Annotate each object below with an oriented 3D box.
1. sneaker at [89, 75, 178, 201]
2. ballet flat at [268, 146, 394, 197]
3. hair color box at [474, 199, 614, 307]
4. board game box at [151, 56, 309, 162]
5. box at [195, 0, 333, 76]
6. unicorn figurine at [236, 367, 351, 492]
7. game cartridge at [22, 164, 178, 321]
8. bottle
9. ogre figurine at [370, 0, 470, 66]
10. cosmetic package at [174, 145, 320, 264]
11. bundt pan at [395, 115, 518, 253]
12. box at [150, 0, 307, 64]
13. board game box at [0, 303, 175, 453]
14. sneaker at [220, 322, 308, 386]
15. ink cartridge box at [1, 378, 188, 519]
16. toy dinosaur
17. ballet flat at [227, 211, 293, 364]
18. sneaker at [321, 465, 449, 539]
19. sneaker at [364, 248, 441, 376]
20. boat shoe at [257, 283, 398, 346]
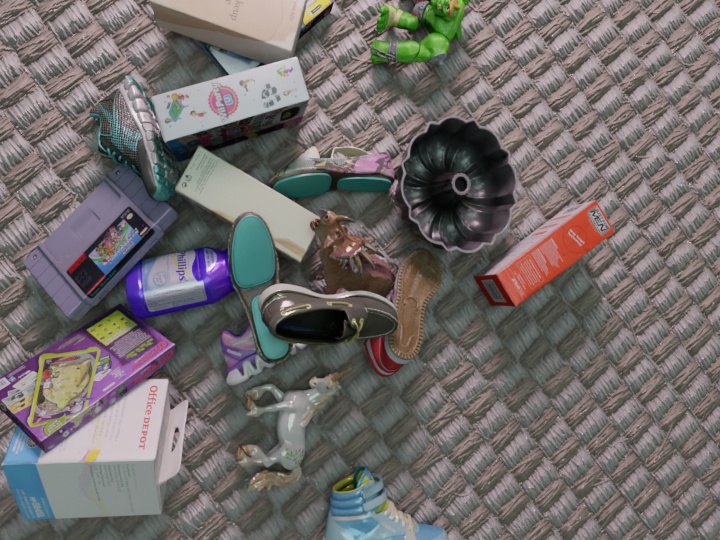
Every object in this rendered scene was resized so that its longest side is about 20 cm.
[{"bbox_3d":[-0.318,-0.171,0.851,0.090,0.078,0.203,-27,66,1],"label":"sneaker"},{"bbox_3d":[-0.044,-0.152,0.920,0.195,0.069,0.073,-5,68,-16],"label":"ballet flat"},{"bbox_3d":[0.283,-0.024,0.951,0.198,0.101,0.062,-36,93,-9],"label":"hair color box"},{"bbox_3d":[-0.178,-0.222,0.853,0.196,0.147,0.066,-19,94,-10],"label":"board game box"},{"bbox_3d":[-0.156,-0.391,0.917,0.199,0.038,0.137,-42,95,-9],"label":"box"},{"bbox_3d":[-0.105,0.219,0.895,0.134,0.074,0.205,8,101,-19],"label":"unicorn figurine"},{"bbox_3d":[-0.359,-0.043,0.844,0.129,0.038,0.201,38,81,27],"label":"game cartridge"},{"bbox_3d":[-0.228,0.009,0.868,0.195,0.066,0.084,-12,47,-10],"label":"bottle"},{"bbox_3d":[0.103,-0.402,0.940,0.118,0.099,0.203,24,68,9],"label":"ogre figurine"},{"bbox_3d":[-0.157,-0.088,0.874,0.197,0.105,0.072,30,85,-6],"label":"cosmetic package"},{"bbox_3d":[0.138,-0.124,0.932,0.197,0.076,0.207,1,86,-19],"label":"bundt pan"},{"bbox_3d":[-0.179,-0.365,0.852,0.196,0.078,0.097,15,85,-9],"label":"box"},{"bbox_3d":[-0.355,0.130,0.790,0.118,0.033,0.199,26,42,25],"label":"board game box"},{"bbox_3d":[-0.120,0.086,0.890,0.197,0.081,0.090,-28,85,-9],"label":"sneaker"},{"bbox_3d":[-0.329,0.231,0.796,0.195,0.130,0.127,3,129,-10],"label":"ink cartridge box"},{"bbox_3d":[0.000,0.000,0.856,0.198,0.135,0.087,15,45,-43],"label":"toy dinosaur"},{"bbox_3d":[-0.137,0.025,0.822,0.066,0.075,0.205,-14,95,-13],"label":"ballet flat"},{"bbox_3d":[0.042,0.360,0.906,0.195,0.079,0.134,4,89,-11],"label":"sneaker"},{"bbox_3d":[0.063,0.066,0.934,0.070,0.113,0.203,25,54,-6],"label":"sneaker"},{"bbox_3d":[-0.033,0.066,0.788,0.198,0.061,0.073,9,121,-28],"label":"boat shoe"}]
